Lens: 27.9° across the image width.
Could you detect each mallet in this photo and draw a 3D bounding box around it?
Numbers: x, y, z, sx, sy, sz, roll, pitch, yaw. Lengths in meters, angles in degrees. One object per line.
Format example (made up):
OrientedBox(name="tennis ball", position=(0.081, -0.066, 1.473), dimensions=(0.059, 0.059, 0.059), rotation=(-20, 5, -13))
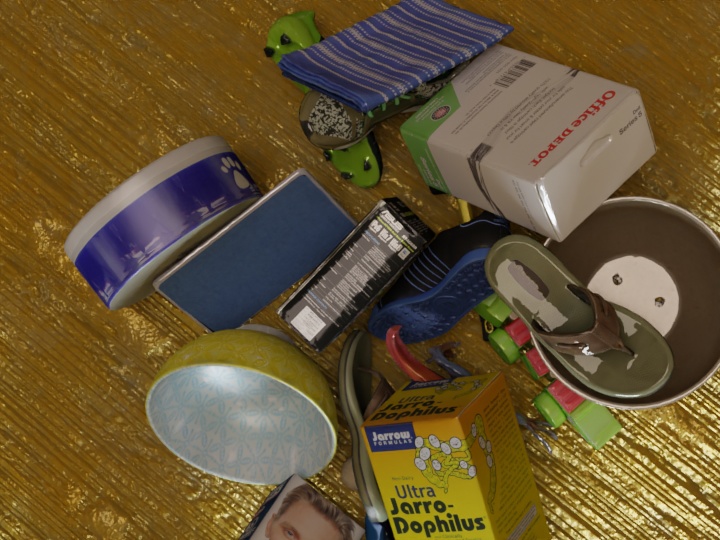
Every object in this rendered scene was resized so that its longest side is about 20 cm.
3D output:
OrientedBox(name="mallet", position=(0.126, -0.029, 1.507), dimensions=(0.066, 0.041, 0.200), rotation=(-19, 90, 12))

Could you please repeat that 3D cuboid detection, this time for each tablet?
OrientedBox(name="tablet", position=(-0.106, -0.015, 1.510), dimensions=(0.200, 0.130, 0.014), rotation=(-38, 48, 7))

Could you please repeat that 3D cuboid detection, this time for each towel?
OrientedBox(name="towel", position=(0.033, -0.223, 1.444), dimensions=(0.200, 0.024, 0.145), rotation=(-31, 41, -27))

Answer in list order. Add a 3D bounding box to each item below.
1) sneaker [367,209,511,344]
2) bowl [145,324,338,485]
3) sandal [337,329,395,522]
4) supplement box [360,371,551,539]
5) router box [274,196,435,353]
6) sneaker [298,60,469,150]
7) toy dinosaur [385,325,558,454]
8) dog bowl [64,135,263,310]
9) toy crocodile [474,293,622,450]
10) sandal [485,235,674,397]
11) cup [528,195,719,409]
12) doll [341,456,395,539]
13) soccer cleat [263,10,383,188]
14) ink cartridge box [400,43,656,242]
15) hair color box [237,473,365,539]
OrientedBox(name="sneaker", position=(0.084, 0.007, 1.478), dimensions=(0.070, 0.078, 0.200), rotation=(32, 137, -26))
OrientedBox(name="bowl", position=(-0.113, 0.122, 1.498), dimensions=(0.200, 0.200, 0.108), rotation=(4, 46, 10))
OrientedBox(name="sandal", position=(0.018, 0.157, 1.481), dimensions=(0.057, 0.080, 0.201), rotation=(-14, 67, 11))
OrientedBox(name="supplement box", position=(0.095, 0.212, 1.380), dimensions=(0.109, 0.109, 0.200), rotation=(-10, 104, 31))
OrientedBox(name="router box", position=(0.000, 0.000, 1.444), dimensions=(0.062, 0.200, 0.150), rotation=(43, 97, 1))
OrientedBox(name="sneaker", position=(0.027, -0.185, 1.454), dimensions=(0.200, 0.089, 0.077), rotation=(-29, 92, -27))
OrientedBox(name="toy dinosaur", position=(0.103, 0.169, 1.454), dimensions=(0.105, 0.200, 0.182), rotation=(-46, 49, 21))
OrientedBox(name="dog bowl", position=(-0.199, -0.048, 1.481), dimensions=(0.200, 0.200, 0.079), rotation=(-37, 85, 8))
OrientedBox(name="toy crocodile", position=(0.190, 0.094, 1.471), dimensions=(0.067, 0.062, 0.200), rotation=(-36, 83, -5))
OrientedBox(name="sandal", position=(0.194, 0.046, 1.326), dimensions=(0.201, 0.057, 0.080), rotation=(37, 96, 8))
OrientedBox(name="cup", position=(0.267, 0.031, 1.423), dimensions=(0.200, 0.143, 0.201), rotation=(0, 89, 11))
OrientedBox(name="doll", position=(0.060, 0.264, 1.504), dimensions=(0.200, 0.048, 0.137), rotation=(38, 101, 9))
OrientedBox(name="soccer cleat", position=(-0.025, -0.183, 1.521), dimensions=(0.067, 0.081, 0.200), rotation=(-20, 105, 43))
OrientedBox(name="ink cartridge box", position=(0.161, -0.128, 1.403), dimensions=(0.145, 0.084, 0.200), rotation=(-42, 41, -17))
OrientedBox(name="hair color box", position=(-0.089, 0.313, 1.455), dimensions=(0.100, 0.200, 0.061), rotation=(40, 140, -5))
